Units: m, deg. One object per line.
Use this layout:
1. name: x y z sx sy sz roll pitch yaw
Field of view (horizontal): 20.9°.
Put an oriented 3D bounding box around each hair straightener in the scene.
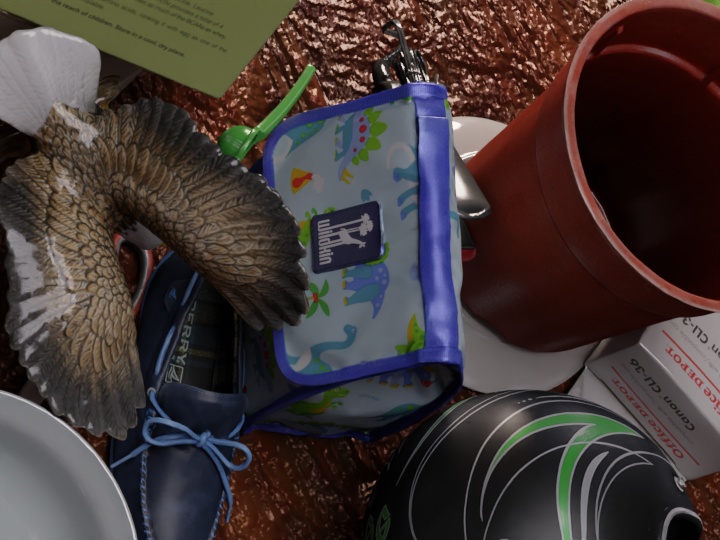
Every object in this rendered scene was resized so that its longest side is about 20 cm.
1. hair straightener: 0.046 -0.099 1.263 0.041 0.077 0.201 4 43 -18

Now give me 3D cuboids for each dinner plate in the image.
1. dinner plate: 0.093 -0.014 1.324 0.199 0.024 0.201 9 70 -25

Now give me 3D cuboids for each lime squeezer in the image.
1. lime squeezer: -0.099 -0.082 1.242 0.199 0.038 0.071 -17 50 -31

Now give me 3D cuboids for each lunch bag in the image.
1. lunch bag: 0.000 0.000 1.162 0.127 0.200 0.171 5 71 -28

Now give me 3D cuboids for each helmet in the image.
1. helmet: 0.101 0.165 1.169 0.200 0.200 0.191 31 53 -16

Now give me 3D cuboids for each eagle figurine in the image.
1. eagle figurine: -0.136 -0.030 1.098 0.150 0.152 0.200 0 44 -41

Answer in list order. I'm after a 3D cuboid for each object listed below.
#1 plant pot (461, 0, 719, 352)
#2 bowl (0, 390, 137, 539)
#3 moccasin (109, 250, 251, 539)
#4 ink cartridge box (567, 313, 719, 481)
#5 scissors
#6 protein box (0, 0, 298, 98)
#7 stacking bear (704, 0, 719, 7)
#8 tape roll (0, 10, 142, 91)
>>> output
1. plant pot: 0.160 -0.044 1.241 0.200 0.195 0.202 10 69 -26
2. bowl: -0.225 0.168 1.043 0.200 0.090 0.202 10 67 -25
3. moccasin: -0.105 0.078 1.150 0.080 0.068 0.201 7 74 -32
4. ink cartridge box: 0.237 0.061 1.349 0.117 0.067 0.200 46 57 -9
5. scissors: -0.176 0.057 1.154 0.073 0.014 0.201 25 61 -22
6. protein box: -0.114 -0.239 1.095 0.198 0.200 0.135 20 35 -37
7. stacking bear: 0.258 -0.158 1.420 0.113 0.121 0.201 6 77 -29
8. tape roll: -0.207 -0.193 1.213 0.202 0.037 0.204 10 68 -25
